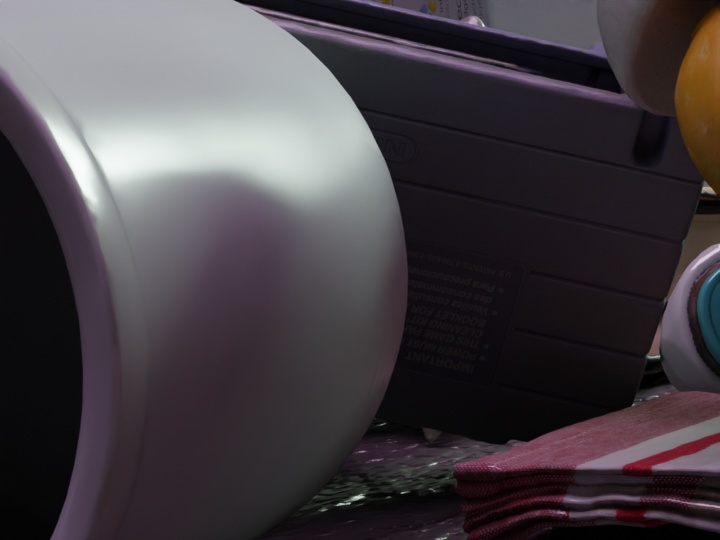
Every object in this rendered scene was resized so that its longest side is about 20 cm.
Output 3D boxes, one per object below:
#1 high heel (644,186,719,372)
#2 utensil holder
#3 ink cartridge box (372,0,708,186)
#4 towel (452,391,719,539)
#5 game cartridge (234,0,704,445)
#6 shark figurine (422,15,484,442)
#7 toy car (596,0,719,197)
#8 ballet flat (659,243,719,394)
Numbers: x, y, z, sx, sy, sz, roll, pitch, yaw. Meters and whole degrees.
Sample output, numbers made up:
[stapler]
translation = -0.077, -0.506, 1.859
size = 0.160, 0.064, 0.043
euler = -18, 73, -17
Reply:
[high heel]
translation = 0.129, -0.005, 1.008
size = 0.143, 0.071, 0.200
euler = -11, -5, 22
[utensil holder]
translation = -0.094, 0.009, 0.695
size = 0.170, 0.170, 0.200
euler = -5, 5, 19
[ink cartridge box]
translation = 0.091, -0.057, 1.221
size = 0.146, 0.147, 0.200
euler = -9, 6, -17
[towel]
translation = 0.142, 0.049, 0.749
size = 0.200, 0.023, 0.144
euler = -1, 6, 31
[game cartridge]
translation = -0.010, -0.019, 0.838
size = 0.200, 0.130, 0.038
euler = 13, 41, -2
[shark figurine]
translation = -0.010, 0.019, 1.012
size = 0.214, 0.128, 0.089
euler = -29, -22, 35
[toy car]
translation = 0.173, -0.064, 0.744
size = 0.200, 0.150, 0.175
euler = -7, 47, -44
[ballet flat]
translation = 0.184, 0.007, 0.940
size = 0.200, 0.069, 0.069
euler = -9, 6, -14
